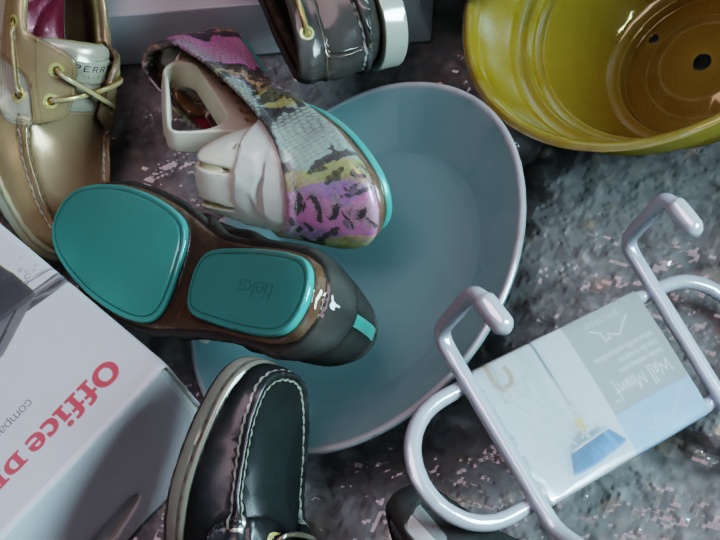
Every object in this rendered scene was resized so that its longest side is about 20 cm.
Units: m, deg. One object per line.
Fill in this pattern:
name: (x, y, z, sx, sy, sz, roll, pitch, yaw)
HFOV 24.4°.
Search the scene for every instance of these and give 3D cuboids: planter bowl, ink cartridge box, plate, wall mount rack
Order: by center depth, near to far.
wall mount rack: (0.126, 0.066, 0.701, 0.200, 0.075, 0.174, -24, 76, -29)
plate: (0.000, 0.000, 0.808, 0.200, 0.026, 0.201, -21, 51, 29)
planter bowl: (0.157, -0.122, 0.816, 0.200, 0.083, 0.201, -17, 53, 23)
ink cartridge box: (-0.193, 0.061, 0.819, 0.200, 0.084, 0.145, 36, 76, 29)

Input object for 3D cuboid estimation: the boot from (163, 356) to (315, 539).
boot: (-0.008, 0.144, 0.687, 0.153, 0.073, 0.204, 5, 84, 35)

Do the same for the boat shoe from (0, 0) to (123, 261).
boat shoe: (-0.163, -0.107, 0.877, 0.066, 0.074, 0.201, -16, 84, 39)

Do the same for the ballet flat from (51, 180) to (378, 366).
ballet flat: (-0.069, 0.009, 0.793, 0.200, 0.068, 0.068, 21, 86, 44)

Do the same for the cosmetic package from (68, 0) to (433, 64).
cosmetic package: (-0.056, -0.197, 0.948, 0.199, 0.052, 0.151, -2, 60, 14)

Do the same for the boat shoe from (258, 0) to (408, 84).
boat shoe: (-0.046, -0.178, 0.859, 0.060, 0.072, 0.202, -20, 60, -20)

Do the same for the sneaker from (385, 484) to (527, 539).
sneaker: (0.107, 0.147, 0.702, 0.115, 0.075, 0.200, -36, 67, -13)

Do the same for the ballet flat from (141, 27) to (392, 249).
ballet flat: (-0.058, -0.064, 0.825, 0.071, 0.069, 0.200, -11, 35, -25)
